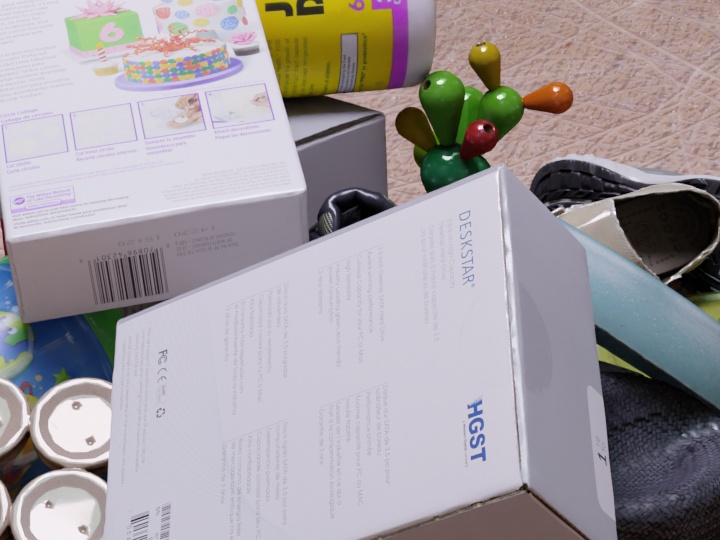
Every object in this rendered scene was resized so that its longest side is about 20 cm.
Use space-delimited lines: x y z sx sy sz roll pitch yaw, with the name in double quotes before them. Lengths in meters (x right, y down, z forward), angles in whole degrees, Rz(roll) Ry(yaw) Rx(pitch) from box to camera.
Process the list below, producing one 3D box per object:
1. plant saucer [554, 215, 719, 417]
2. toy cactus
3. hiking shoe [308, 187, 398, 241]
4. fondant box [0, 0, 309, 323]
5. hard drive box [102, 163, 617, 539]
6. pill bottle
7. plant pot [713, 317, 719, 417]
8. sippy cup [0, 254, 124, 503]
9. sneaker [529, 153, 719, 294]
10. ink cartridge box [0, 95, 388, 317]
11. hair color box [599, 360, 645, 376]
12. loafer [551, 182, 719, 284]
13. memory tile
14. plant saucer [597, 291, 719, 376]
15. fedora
"plant saucer" 0.116 0.013 1.085 0.200 0.036 0.200 34 0 0
"toy cactus" 0.070 -0.032 1.351 0.102 0.200 0.165 4 64 4
"hiking shoe" 0.000 0.000 1.157 0.076 0.101 0.200 -16 22 -27
"fondant box" -0.112 -0.069 1.150 0.144 0.058 0.200 -9 43 -6
"hard drive box" -0.004 0.068 0.939 0.200 0.077 0.156 -21 50 26
"pill bottle" -0.063 -0.148 1.295 0.200 0.104 0.104 -6 23 -8
"plant pot" 0.281 0.035 1.144 0.200 0.093 0.201 6 33 -4
"sippy cup" -0.191 0.074 1.126 0.178 0.140 0.130 15 32 42
"sneaker" 0.201 -0.029 1.391 0.200 0.074 0.079 20 17 37
"ink cartridge box" -0.098 -0.028 1.338 0.145 0.146 0.200 -23 30 -39
"hair color box" 0.040 0.098 1.126 0.109 0.065 0.200 17 32 39
"loafer" 0.125 -0.005 1.275 0.200 0.076 0.068 -29 -4 -30
"memory tile" -0.106 0.114 1.020 0.200 0.017 0.154 3 54 2
"plant saucer" 0.208 0.054 1.243 0.200 0.031 0.200 -3 24 1
"fedora" 0.100 0.104 0.991 0.200 0.092 0.201 12 38 -9
